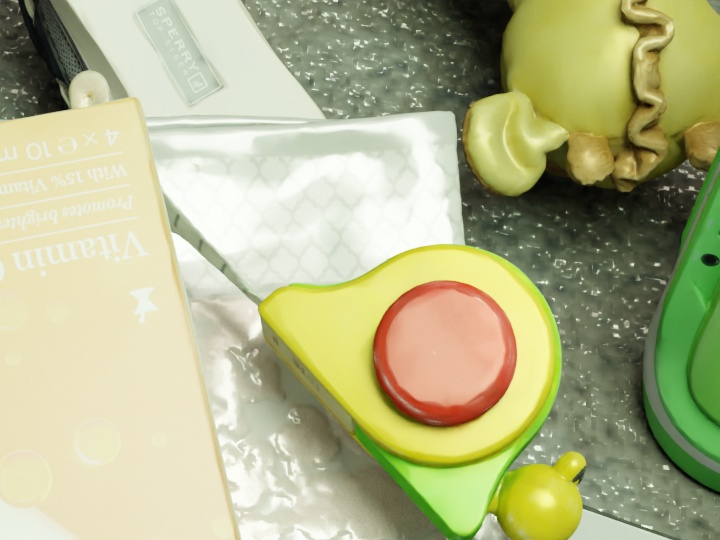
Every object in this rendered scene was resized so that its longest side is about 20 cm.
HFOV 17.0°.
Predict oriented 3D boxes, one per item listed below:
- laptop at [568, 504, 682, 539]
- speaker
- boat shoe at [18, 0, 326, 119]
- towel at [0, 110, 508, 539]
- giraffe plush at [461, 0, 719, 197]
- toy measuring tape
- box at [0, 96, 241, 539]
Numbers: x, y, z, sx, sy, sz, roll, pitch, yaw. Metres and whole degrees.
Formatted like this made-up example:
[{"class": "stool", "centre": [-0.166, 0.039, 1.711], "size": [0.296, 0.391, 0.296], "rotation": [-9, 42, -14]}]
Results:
[{"class": "laptop", "centre": [0.147, 0.153, 0.661], "size": [0.187, 0.116, 0.201], "rotation": [20, 53, -16]}, {"class": "speaker", "centre": [0.149, -0.011, 0.760], "size": [0.088, 0.200, 0.089], "rotation": [6, 51, -7]}, {"class": "boat shoe", "centre": [-0.059, -0.049, 0.833], "size": [0.074, 0.093, 0.201], "rotation": [-24, 91, -13]}, {"class": "towel", "centre": [-0.054, 0.043, 0.746], "size": [0.199, 0.032, 0.192], "rotation": [-2, 76, -12]}, {"class": "giraffe plush", "centre": [0.089, -0.102, 0.859], "size": [0.172, 0.200, 0.163], "rotation": [-15, 78, 14]}, {"class": "toy measuring tape", "centre": [0.000, 0.000, 0.720], "size": [0.074, 0.074, 0.200], "rotation": [-37, 79, -32]}, {"class": "box", "centre": [-0.103, 0.069, 0.662], "size": [0.124, 0.097, 0.201], "rotation": [-11, 77, -14]}]
